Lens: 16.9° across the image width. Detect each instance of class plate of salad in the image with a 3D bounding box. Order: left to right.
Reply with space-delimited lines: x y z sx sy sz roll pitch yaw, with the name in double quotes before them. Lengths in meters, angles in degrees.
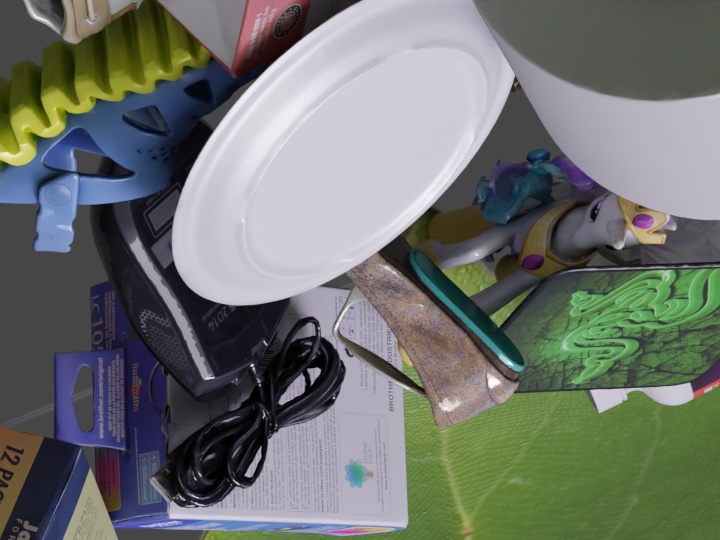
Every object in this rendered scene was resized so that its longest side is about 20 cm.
"plate of salad" -0.010 -0.064 1.130 0.199 0.048 0.201 -31 152 -18

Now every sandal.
"sandal" -0.114 -0.072 1.142 0.199 0.080 0.087 -25 125 22

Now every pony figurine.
"pony figurine" 0.128 -0.030 1.315 0.199 0.167 0.193 -23 -172 44

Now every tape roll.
"tape roll" 0.150 -0.139 1.047 0.202 0.204 0.139 -30 155 5

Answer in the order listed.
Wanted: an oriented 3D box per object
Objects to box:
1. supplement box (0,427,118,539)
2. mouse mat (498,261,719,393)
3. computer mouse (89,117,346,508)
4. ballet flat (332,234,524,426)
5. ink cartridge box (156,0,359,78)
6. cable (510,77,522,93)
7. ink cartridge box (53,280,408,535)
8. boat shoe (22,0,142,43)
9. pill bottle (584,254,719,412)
"supplement box" -0.239 0.178 1.282 0.198 0.135 0.200 11 148 14
"mouse mat" 0.145 0.034 1.310 0.160 0.008 0.200 -2 158 -17
"computer mouse" -0.091 0.010 1.246 0.138 0.052 0.201 -39 118 -41
"ballet flat" 0.000 0.000 1.248 0.067 0.200 0.068 -40 179 15
"ink cartridge box" 0.007 -0.182 1.078 0.199 0.067 0.117 -30 153 -33
"cable" 0.135 -0.163 1.263 0.199 0.050 0.098 -31 134 -16
"ink cartridge box" -0.072 0.073 1.323 0.199 0.138 0.076 8 165 -40
"boat shoe" -0.146 -0.159 1.018 0.069 0.075 0.200 -52 145 -3
"pill bottle" 0.215 0.007 1.460 0.199 0.113 0.113 -27 146 1
